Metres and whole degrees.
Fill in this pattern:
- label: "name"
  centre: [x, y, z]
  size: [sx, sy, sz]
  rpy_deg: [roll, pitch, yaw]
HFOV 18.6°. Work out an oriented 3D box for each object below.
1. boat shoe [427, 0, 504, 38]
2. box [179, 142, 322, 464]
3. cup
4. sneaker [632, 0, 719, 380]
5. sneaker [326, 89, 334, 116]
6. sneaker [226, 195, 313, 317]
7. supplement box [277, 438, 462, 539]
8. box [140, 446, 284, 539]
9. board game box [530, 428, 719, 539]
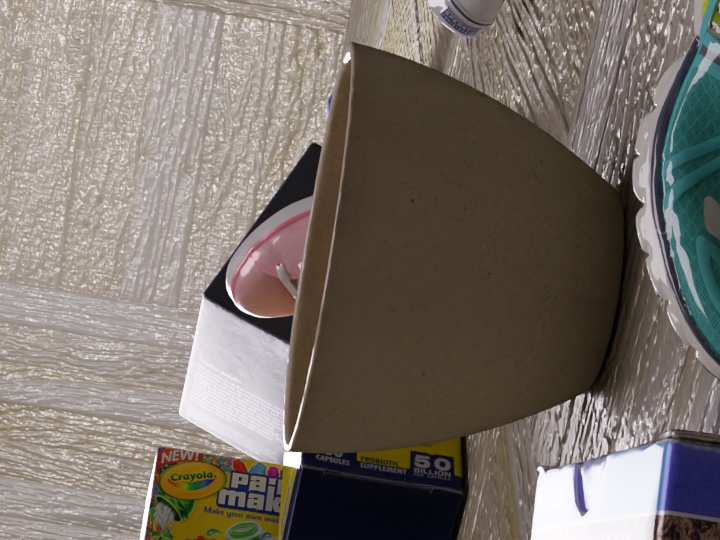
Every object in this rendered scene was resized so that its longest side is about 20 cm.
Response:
- label: "boat shoe"
  centre: [0.090, -0.246, 1.539]
  size: [0.065, 0.073, 0.200]
  rpy_deg: [-40, 35, 37]
- label: "box"
  centre: [-0.053, 0.033, 1.931]
  size: [0.200, 0.123, 0.199]
  rpy_deg: [-56, -9, -35]
- label: "cup"
  centre: [0.047, 0.000, 1.072]
  size: [0.200, 0.143, 0.201]
  rpy_deg: [-171, 90, -84]
- label: "sneaker"
  centre: [0.132, -0.062, 0.649]
  size: [0.080, 0.077, 0.201]
  rpy_deg: [163, 116, -75]
- label: "sneaker"
  centre: [0.011, -0.145, 2.037]
  size: [0.200, 0.090, 0.075]
  rpy_deg: [114, 164, -70]
- label: "sneaker"
  centre: [0.000, 0.000, 1.488]
  size: [0.075, 0.200, 0.105]
  rpy_deg: [53, -161, -43]
- label: "supplement box"
  centre: [0.006, 0.122, 1.509]
  size: [0.200, 0.108, 0.110]
  rpy_deg: [-89, 10, -57]
- label: "box"
  centre: [-0.066, 0.248, 1.584]
  size: [0.122, 0.199, 0.193]
  rpy_deg: [110, 167, -64]
- label: "board game box"
  centre: [0.093, 0.150, 0.553]
  size: [0.159, 0.096, 0.201]
  rpy_deg: [130, 149, -80]
